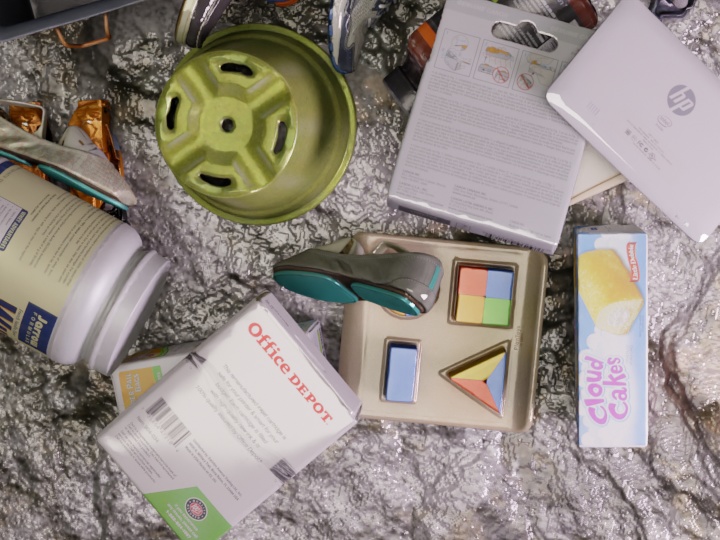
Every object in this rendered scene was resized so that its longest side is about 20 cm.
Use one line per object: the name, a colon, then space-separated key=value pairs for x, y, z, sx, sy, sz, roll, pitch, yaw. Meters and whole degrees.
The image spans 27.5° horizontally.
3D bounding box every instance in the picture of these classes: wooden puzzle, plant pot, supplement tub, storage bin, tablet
wooden puzzle: x=0.079 y=0.063 z=1.452 sx=0.198 sy=0.046 sz=0.187 roll=6 pitch=96 yaw=5
plant pot: x=-0.110 y=-0.138 z=1.380 sx=0.199 sy=0.184 sz=0.202 roll=0 pitch=95 yaw=5
supplement tub: x=0.118 y=-0.215 z=1.393 sx=0.200 sy=0.107 sz=0.107 roll=-37 pitch=91 yaw=8
storage bin: x=-0.266 y=-0.287 z=1.405 sx=0.199 sy=0.134 sz=0.147 roll=-15 pitch=94 yaw=7
supplement tub: x=-0.293 y=-0.002 z=1.369 sx=0.199 sy=0.145 sz=0.146 roll=28 pitch=97 yaw=0
tablet: x=0.273 y=-0.136 z=1.320 sx=0.200 sy=0.014 sz=0.130 roll=42 pitch=80 yaw=-9

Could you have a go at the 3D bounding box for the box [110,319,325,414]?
box: x=-0.132 y=0.124 z=1.449 sx=0.198 sy=0.101 sz=0.113 roll=-9 pitch=94 yaw=6

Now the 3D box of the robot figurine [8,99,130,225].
robot figurine: x=-0.295 y=-0.068 z=1.467 sx=0.144 sy=0.058 sz=0.202 roll=0 pitch=95 yaw=5

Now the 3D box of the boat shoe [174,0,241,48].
boat shoe: x=-0.101 y=-0.285 z=1.341 sx=0.066 sy=0.072 sz=0.202 roll=28 pitch=79 yaw=-3

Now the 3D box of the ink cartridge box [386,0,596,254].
ink cartridge box: x=0.127 y=-0.133 z=1.336 sx=0.161 sy=0.057 sz=0.201 roll=16 pitch=79 yaw=4

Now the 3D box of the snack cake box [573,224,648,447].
snack cake box: x=0.238 y=0.059 z=1.404 sx=0.067 sy=0.115 sz=0.202 roll=-1 pitch=95 yaw=5

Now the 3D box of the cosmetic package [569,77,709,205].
cosmetic package: x=0.221 y=-0.113 z=1.395 sx=0.199 sy=0.104 sz=0.073 roll=-25 pitch=92 yaw=8

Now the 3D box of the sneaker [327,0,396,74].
sneaker: x=0.021 y=-0.283 z=1.411 sx=0.085 sy=0.077 sz=0.201 roll=15 pitch=97 yaw=-1

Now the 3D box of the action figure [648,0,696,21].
action figure: x=0.356 y=-0.312 z=1.367 sx=0.192 sy=0.105 sz=0.201 roll=17 pitch=99 yaw=-7

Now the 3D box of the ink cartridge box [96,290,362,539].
ink cartridge box: x=-0.117 y=0.138 z=1.354 sx=0.200 sy=0.084 sz=0.146 roll=-40 pitch=91 yaw=7

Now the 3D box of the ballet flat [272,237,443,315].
ballet flat: x=0.000 y=0.000 z=1.419 sx=0.199 sy=0.067 sz=0.064 roll=9 pitch=66 yaw=43

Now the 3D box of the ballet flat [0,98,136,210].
ballet flat: x=-0.298 y=-0.121 z=1.402 sx=0.199 sy=0.067 sz=0.063 roll=22 pitch=86 yaw=2

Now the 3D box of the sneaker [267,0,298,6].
sneaker: x=-0.123 y=-0.343 z=1.414 sx=0.075 sy=0.078 sz=0.200 roll=-45 pitch=91 yaw=7
